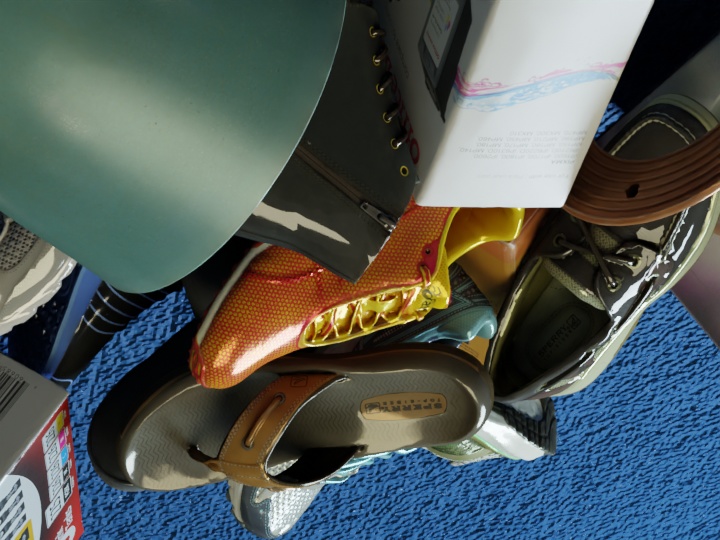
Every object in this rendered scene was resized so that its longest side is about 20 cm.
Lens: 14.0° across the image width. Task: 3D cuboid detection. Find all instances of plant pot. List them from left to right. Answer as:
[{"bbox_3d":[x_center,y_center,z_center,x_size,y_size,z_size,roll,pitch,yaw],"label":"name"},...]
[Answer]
[{"bbox_3d":[-0.129,-0.113,1.342,0.161,0.201,0.201,28,124,-30],"label":"plant pot"}]

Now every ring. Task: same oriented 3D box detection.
[{"bbox_3d":[0.166,-0.107,1.461,0.200,0.201,0.019,-37,128,23],"label":"ring"}]

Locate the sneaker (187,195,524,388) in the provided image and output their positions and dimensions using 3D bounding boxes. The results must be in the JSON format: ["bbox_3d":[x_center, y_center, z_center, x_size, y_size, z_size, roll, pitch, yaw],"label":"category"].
[{"bbox_3d":[0.000,0.000,1.460,0.200,0.077,0.073,-35,156,-21],"label":"sneaker"}]

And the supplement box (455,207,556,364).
[{"bbox_3d":[0.077,-0.007,1.620,0.069,0.066,0.200,-50,162,-20],"label":"supplement box"}]

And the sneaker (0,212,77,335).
[{"bbox_3d":[-0.235,-0.001,1.530,0.200,0.075,0.082,-25,144,9],"label":"sneaker"}]

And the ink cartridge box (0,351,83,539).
[{"bbox_3d":[-0.238,0.152,1.612,0.176,0.084,0.200,-53,166,-23],"label":"ink cartridge box"}]

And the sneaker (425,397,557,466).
[{"bbox_3d":[0.031,0.081,1.756,0.089,0.077,0.200,-31,140,30],"label":"sneaker"}]

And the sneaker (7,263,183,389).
[{"bbox_3d":[-0.129,0.003,1.586,0.078,0.070,0.200,6,138,-27],"label":"sneaker"}]

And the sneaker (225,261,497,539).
[{"bbox_3d":[0.000,0.075,1.566,0.078,0.086,0.200,-13,139,-59],"label":"sneaker"}]

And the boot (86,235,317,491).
[{"bbox_3d":[-0.082,0.018,1.518,0.165,0.066,0.200,-39,159,-17],"label":"boot"}]

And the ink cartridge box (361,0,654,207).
[{"bbox_3d":[0.073,-0.147,1.416,0.085,0.148,0.200,1,139,-20],"label":"ink cartridge box"}]

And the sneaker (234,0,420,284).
[{"bbox_3d":[-0.003,-0.098,1.422,0.106,0.200,0.075,27,175,-6],"label":"sneaker"}]

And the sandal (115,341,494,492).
[{"bbox_3d":[-0.030,0.085,1.505,0.199,0.055,0.082,-5,131,6],"label":"sandal"}]

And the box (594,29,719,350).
[{"bbox_3d":[0.255,-0.050,1.551,0.198,0.200,0.123,-42,175,29],"label":"box"}]

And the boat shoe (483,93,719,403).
[{"bbox_3d":[0.124,-0.002,1.524,0.066,0.072,0.201,-32,158,-51],"label":"boat shoe"}]
